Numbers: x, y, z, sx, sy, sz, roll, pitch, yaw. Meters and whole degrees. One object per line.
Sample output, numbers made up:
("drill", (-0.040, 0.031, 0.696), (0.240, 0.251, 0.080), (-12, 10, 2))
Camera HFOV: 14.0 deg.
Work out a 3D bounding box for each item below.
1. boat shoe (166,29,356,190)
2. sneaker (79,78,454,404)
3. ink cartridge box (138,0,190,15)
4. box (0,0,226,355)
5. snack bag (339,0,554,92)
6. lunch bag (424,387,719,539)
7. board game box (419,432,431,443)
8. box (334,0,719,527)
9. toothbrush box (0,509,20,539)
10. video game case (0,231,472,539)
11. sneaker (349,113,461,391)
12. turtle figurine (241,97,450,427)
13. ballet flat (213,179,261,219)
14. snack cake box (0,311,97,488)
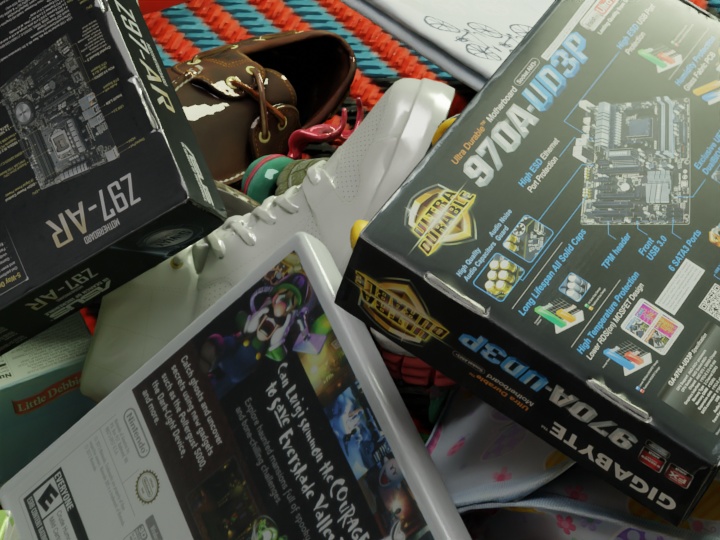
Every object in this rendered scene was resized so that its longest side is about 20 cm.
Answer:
("boat shoe", (-0.062, -0.079, 1.427), (0.070, 0.071, 0.200), (-26, 9, 26))
("sneaker", (-0.047, -0.012, 1.259), (0.115, 0.201, 0.074), (29, 8, 2))
("ink cartridge box", (-0.141, -0.203, 1.551), (0.173, 0.201, 0.044), (-20, 37, -12))
("box", (-0.175, -0.045, 1.259), (0.199, 0.044, 0.161), (-30, 69, 13))
("snack bag", (0.110, -0.111, 1.454), (0.199, 0.021, 0.188), (-4, 29, -40))
("lunch bag", (0.127, 0.076, 1.184), (0.199, 0.128, 0.170), (14, 44, 21))
("board game box", (0.022, 0.146, 1.214), (0.104, 0.024, 0.200), (11, 43, 27))
("box", (0.108, -0.019, 1.134), (0.159, 0.046, 0.200), (33, 52, 8))
("toothbrush box", (-0.222, 0.173, 1.137), (0.199, 0.146, 0.086), (0, 39, 12))
("video game case", (-0.051, 0.110, 1.175), (0.182, 0.023, 0.200), (-40, 48, 16))
("sneaker", (0.077, -0.040, 1.207), (0.200, 0.082, 0.078), (-43, 32, -24))
("turtle figurine", (0.000, 0.000, 1.350), (0.150, 0.101, 0.200), (-35, 49, -29))
("ballet flat", (-0.124, -0.017, 1.331), (0.199, 0.068, 0.046), (6, 5, 11))
("snack cake box", (-0.220, 0.064, 1.339), (0.199, 0.067, 0.115), (-19, 40, -11))
